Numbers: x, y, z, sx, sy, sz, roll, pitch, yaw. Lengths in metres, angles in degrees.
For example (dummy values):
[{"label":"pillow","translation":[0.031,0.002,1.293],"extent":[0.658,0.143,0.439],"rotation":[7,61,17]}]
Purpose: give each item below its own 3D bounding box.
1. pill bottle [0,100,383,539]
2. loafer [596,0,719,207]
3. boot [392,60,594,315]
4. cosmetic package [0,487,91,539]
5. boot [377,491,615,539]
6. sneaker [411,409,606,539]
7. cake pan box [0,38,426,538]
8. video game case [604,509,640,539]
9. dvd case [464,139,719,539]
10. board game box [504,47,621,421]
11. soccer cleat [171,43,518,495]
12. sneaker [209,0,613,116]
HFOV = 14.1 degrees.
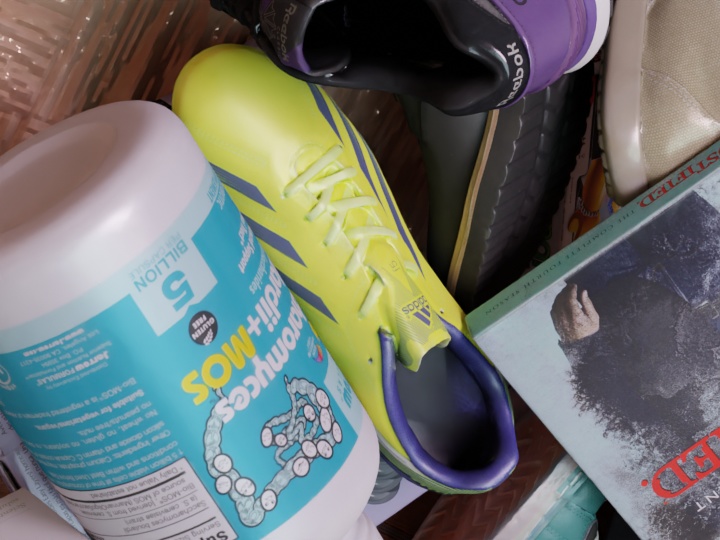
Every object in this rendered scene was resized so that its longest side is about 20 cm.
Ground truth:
[{"label":"pill bottle","translation":[-0.065,0.046,1.052],"extent":[0.111,0.111,0.200],"rotation":[-36,114,-10]},{"label":"loafer","translation":[0.132,-0.113,1.132],"extent":[0.068,0.200,0.076],"rotation":[4,156,8]},{"label":"boot","translation":[0.016,-0.091,1.114],"extent":[0.077,0.138,0.200],"rotation":[-40,146,-52]},{"label":"cosmetic package","translation":[-0.127,0.196,1.074],"extent":[0.108,0.085,0.200],"rotation":[-25,123,-26]},{"label":"boot","translation":[0.024,0.162,1.256],"extent":[0.200,0.068,0.188],"rotation":[23,100,-35]},{"label":"sneaker","translation":[0.058,0.139,1.192],"extent":[0.080,0.071,0.200],"rotation":[30,112,-16]},{"label":"cake pan box","translation":[-0.062,0.033,1.138],"extent":[0.184,0.052,0.200],"rotation":[-36,115,-13]},{"label":"video game case","translation":[0.146,0.191,1.309],"extent":[0.200,0.025,0.181],"rotation":[21,90,-53]},{"label":"dvd case","translation":[0.154,0.048,1.117],"extent":[0.146,0.022,0.200],"rotation":[-34,120,10]},{"label":"board game box","translation":[0.110,-0.002,1.223],"extent":[0.126,0.035,0.200],"rotation":[-19,121,-43]},{"label":"soccer cleat","translation":[0.001,0.000,1.082],"extent":[0.065,0.084,0.200],"rotation":[-37,113,-11]},{"label":"sneaker","translation":[-0.018,-0.108,1.022],"extent":[0.088,0.200,0.076],"rotation":[-38,138,-49]}]
